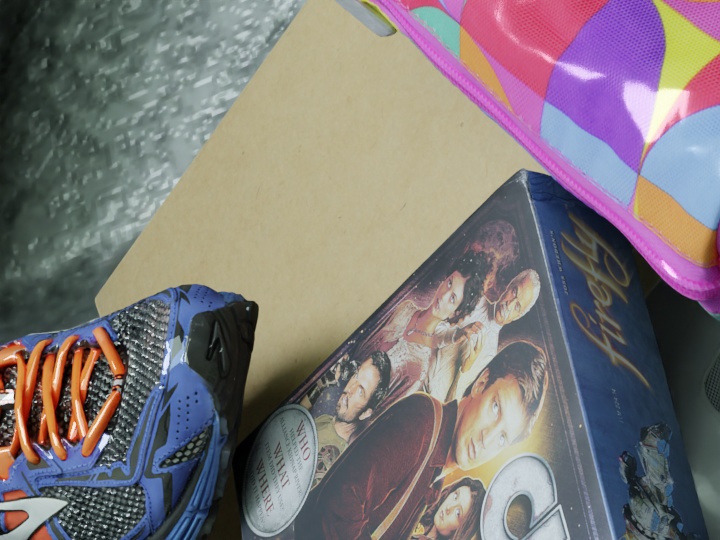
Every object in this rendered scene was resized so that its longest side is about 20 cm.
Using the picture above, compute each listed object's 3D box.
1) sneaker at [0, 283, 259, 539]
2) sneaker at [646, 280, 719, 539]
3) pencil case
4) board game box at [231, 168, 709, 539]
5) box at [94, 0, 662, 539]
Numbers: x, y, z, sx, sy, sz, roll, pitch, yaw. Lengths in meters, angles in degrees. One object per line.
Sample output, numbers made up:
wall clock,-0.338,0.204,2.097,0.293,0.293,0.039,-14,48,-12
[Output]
sneaker,-0.095,0.050,0.808,0.200,0.078,0.076,-31,45,51
sneaker,0.095,0.002,0.795,0.088,0.074,0.201,-18,61,4
pencil case,0.056,-0.062,0.690,0.088,0.088,0.200,-48,50,-1
board game box,0.029,0.093,0.685,0.135,0.034,0.201,-45,40,35
box,0.000,0.000,0.814,0.200,0.021,0.164,-52,45,30
